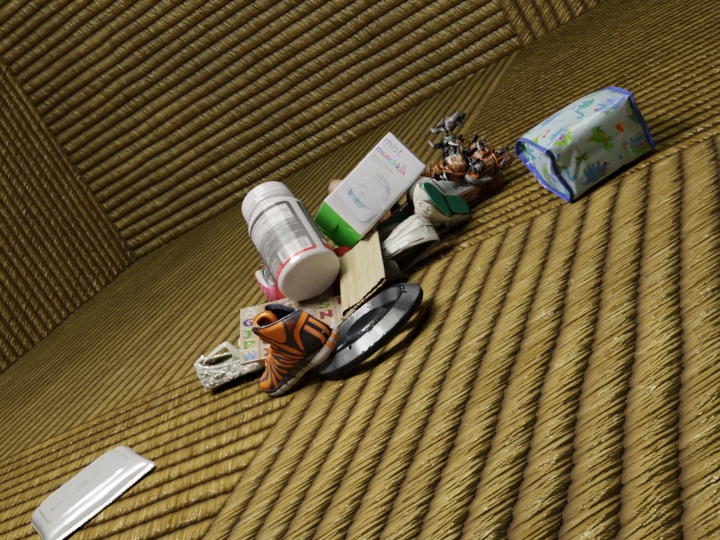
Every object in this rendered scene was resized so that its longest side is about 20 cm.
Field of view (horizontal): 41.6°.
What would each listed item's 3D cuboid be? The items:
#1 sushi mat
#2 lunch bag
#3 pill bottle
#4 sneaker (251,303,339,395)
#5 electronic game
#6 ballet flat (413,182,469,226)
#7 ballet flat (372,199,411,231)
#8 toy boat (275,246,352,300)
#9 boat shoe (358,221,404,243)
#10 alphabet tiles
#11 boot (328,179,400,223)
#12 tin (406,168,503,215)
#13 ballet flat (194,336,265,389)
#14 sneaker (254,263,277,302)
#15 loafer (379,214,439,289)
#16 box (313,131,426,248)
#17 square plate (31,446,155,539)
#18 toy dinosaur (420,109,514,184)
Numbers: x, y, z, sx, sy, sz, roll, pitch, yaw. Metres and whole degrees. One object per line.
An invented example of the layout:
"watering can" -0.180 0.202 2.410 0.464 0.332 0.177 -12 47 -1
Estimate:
"sushi mat" 0.000 0.000 1.568 0.096 0.012 0.200 -41 21 15
"lunch bag" 0.355 -0.214 1.549 0.169 0.128 0.200 -32 23 0
"pill bottle" -0.126 -0.055 1.649 0.113 0.114 0.200 -32 53 -1
"sneaker" -0.122 0.109 1.420 0.200 0.112 0.078 -43 16 43
"electronic game" 0.013 0.088 1.417 0.200 0.042 0.200 -39 10 8
"ballet flat" 0.134 -0.106 1.685 0.071 0.072 0.200 -26 -17 24
"ballet flat" 0.097 -0.097 1.869 0.200 0.069 0.071 -37 -12 -20
"toy boat" -0.099 0.000 1.748 0.200 0.131 0.131 -11 44 57
"boat shoe" 0.052 -0.049 1.758 0.199 0.075 0.062 -27 19 41
"alphabet tiles" -0.105 0.087 1.583 0.199 0.008 0.167 -14 30 1
"boot" 0.028 -0.118 2.023 0.154 0.200 0.074 16 73 27
"tin" 0.180 -0.163 1.823 0.199 0.042 0.112 -29 39 -10
"ballet flat" -0.206 0.147 1.620 0.199 0.072 0.072 -25 15 25
"sneaker" -0.172 0.013 2.026 0.074 0.081 0.200 -27 14 11
"loafer" 0.051 -0.011 1.630 0.200 0.070 0.070 -44 50 12
"box" 0.014 -0.135 1.726 0.177 0.097 0.200 -48 1 -11
"square plate" -0.437 0.352 1.521 0.198 0.029 0.200 -37 14 -23
"toy dinosaur" 0.183 -0.216 1.783 0.199 0.136 0.102 -2 -31 -23
